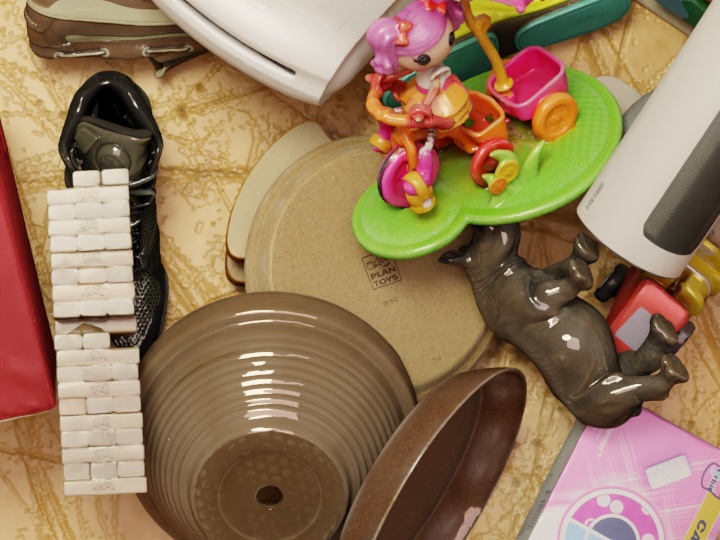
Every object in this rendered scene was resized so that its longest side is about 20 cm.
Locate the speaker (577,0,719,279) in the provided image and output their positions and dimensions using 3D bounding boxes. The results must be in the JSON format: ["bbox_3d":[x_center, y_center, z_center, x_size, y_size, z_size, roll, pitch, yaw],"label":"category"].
[{"bbox_3d":[0.219,-0.098,1.402,0.081,0.081,0.201,32,110,-1],"label":"speaker"}]

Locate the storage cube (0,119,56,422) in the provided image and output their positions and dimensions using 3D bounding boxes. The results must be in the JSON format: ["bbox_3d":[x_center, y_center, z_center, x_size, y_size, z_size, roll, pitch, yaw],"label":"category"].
[{"bbox_3d":[-0.294,0.004,1.442,0.170,0.200,0.181,-13,101,-6],"label":"storage cube"}]

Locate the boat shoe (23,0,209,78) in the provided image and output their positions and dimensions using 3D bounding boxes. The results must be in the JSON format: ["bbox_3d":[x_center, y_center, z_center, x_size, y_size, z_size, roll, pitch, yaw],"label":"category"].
[{"bbox_3d":[-0.132,-0.172,1.546,0.201,0.075,0.075,2,126,-15],"label":"boat shoe"}]

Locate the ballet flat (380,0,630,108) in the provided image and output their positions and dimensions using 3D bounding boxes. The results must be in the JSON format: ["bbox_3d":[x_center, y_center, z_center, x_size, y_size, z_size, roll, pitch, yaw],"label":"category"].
[{"bbox_3d":[0.091,-0.174,1.563,0.199,0.067,0.067,-23,66,-8],"label":"ballet flat"}]

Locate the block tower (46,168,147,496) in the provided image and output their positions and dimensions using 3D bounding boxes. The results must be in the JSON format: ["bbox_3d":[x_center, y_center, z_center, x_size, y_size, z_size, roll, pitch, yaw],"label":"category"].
[{"bbox_3d":[-0.167,0.040,1.425,0.054,0.058,0.202,-3,85,-5],"label":"block tower"}]

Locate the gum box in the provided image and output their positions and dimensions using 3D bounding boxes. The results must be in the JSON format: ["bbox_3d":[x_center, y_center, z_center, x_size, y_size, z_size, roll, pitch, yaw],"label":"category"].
[{"bbox_3d":[0.165,0.194,1.528,0.113,0.066,0.201,28,84,0],"label":"gum box"}]

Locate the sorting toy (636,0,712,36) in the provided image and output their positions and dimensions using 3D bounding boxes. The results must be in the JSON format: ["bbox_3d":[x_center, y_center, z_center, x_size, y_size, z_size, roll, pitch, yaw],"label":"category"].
[{"bbox_3d":[0.266,-0.167,1.499,0.184,0.200,0.037,34,80,-1],"label":"sorting toy"}]

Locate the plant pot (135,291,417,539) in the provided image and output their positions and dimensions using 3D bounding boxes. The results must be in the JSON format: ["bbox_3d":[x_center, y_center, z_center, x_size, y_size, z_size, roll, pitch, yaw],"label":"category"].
[{"bbox_3d":[-0.057,0.123,1.462,0.199,0.093,0.202,-1,117,-2],"label":"plant pot"}]

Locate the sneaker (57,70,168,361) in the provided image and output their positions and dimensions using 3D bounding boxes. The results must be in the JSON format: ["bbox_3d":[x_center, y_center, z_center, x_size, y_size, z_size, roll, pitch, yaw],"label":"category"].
[{"bbox_3d":[-0.167,-0.036,1.502,0.076,0.114,0.201,0,87,-2],"label":"sneaker"}]

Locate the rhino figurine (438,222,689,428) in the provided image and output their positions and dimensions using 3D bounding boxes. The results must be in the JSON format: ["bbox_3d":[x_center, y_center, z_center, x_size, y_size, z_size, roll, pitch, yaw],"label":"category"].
[{"bbox_3d":[0.122,0.020,1.480,0.200,0.060,0.087,47,119,7],"label":"rhino figurine"}]

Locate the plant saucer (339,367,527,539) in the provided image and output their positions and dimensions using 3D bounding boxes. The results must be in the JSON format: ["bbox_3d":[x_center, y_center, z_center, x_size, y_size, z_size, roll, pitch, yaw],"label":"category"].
[{"bbox_3d":[0.041,0.144,1.468,0.034,0.200,0.201,29,83,19],"label":"plant saucer"}]

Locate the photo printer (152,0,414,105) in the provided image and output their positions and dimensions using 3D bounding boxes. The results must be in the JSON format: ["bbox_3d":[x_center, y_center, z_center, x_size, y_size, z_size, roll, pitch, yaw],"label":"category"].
[{"bbox_3d":[-0.048,-0.200,1.490,0.166,0.070,0.200,35,41,3],"label":"photo printer"}]

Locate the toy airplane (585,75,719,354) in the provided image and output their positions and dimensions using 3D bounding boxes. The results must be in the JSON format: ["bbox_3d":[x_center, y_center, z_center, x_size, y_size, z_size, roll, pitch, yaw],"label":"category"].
[{"bbox_3d":[0.250,-0.039,1.517,0.198,0.141,0.201,-5,85,-4],"label":"toy airplane"}]

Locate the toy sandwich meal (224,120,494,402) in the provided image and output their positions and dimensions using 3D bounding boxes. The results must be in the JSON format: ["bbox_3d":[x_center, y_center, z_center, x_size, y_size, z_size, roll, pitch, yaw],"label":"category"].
[{"bbox_3d":[0.000,0.000,1.537,0.203,0.070,0.207,2,83,-15],"label":"toy sandwich meal"}]

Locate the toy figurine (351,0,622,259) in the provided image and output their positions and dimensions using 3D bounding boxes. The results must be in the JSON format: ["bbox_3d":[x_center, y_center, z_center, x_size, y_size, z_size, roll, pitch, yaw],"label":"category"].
[{"bbox_3d":[0.056,-0.132,1.424,0.199,0.185,0.150,-34,44,-14],"label":"toy figurine"}]
